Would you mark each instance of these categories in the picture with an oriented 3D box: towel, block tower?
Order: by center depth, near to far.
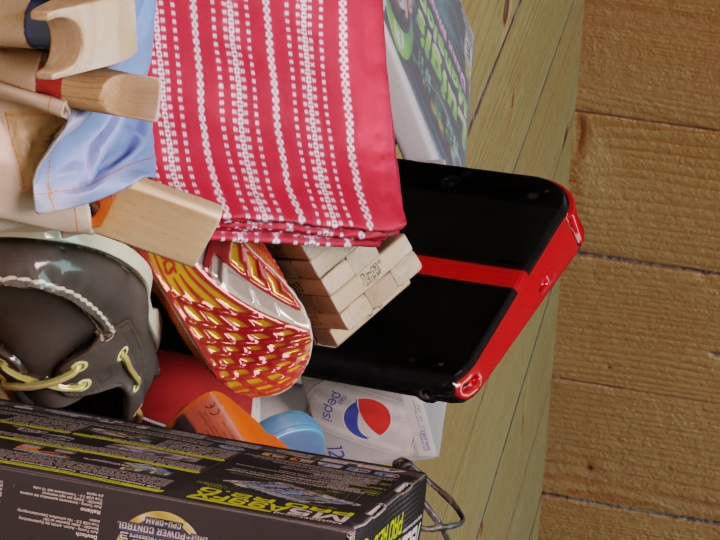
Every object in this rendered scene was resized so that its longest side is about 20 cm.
[{"bbox_3d":[-0.059,-0.084,0.917,0.200,0.022,0.145,2,80,-46],"label":"towel"},{"bbox_3d":[-0.042,-0.062,0.995,0.058,0.054,0.200,-41,113,-27],"label":"block tower"}]

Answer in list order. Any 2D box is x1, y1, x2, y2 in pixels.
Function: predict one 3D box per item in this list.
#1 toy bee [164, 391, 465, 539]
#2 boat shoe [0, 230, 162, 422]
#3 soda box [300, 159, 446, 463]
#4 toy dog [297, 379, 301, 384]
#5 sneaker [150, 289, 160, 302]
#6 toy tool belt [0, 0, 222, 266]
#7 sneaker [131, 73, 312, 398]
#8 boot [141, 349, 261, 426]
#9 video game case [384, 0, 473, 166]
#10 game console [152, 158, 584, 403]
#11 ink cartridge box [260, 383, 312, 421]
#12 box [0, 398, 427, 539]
[{"bbox_3d":[-0.040,0.129,0.988,0.109,0.200,0.131,-46,-145,11],"label":"toy bee"},{"bbox_3d":[-0.122,0.029,0.895,0.201,0.072,0.061,70,26,-73],"label":"boat shoe"},{"bbox_3d":[0.016,0.020,1.183,0.200,0.063,0.068,-78,157,-55],"label":"soda box"},{"bbox_3d":[-0.035,0.008,1.267,0.132,0.096,0.200,21,79,-79],"label":"toy dog"},{"bbox_3d":[-0.069,-0.084,1.054,0.200,0.084,0.121,-64,157,-48],"label":"sneaker"},{"bbox_3d":[-0.105,-0.099,0.746,0.125,0.123,0.200,-61,157,-62],"label":"toy tool belt"},{"bbox_3d":[-0.088,-0.032,0.959,0.200,0.073,0.077,68,-11,-16],"label":"sneaker"},{"bbox_3d":[-0.106,0.090,1.047,0.144,0.072,0.200,77,27,-59],"label":"boot"},{"bbox_3d":[0.030,-0.156,1.292,0.182,0.023,0.200,-83,158,-44],"label":"video game case"},{"bbox_3d":[0.000,0.000,1.104,0.177,0.200,0.031,-54,142,-43],"label":"game console"},{"bbox_3d":[-0.078,0.169,1.171,0.145,0.084,0.200,70,35,-65],"label":"ink cartridge box"},{"bbox_3d":[-0.086,0.088,0.792,0.160,0.200,0.044,-12,111,-80],"label":"box"}]
